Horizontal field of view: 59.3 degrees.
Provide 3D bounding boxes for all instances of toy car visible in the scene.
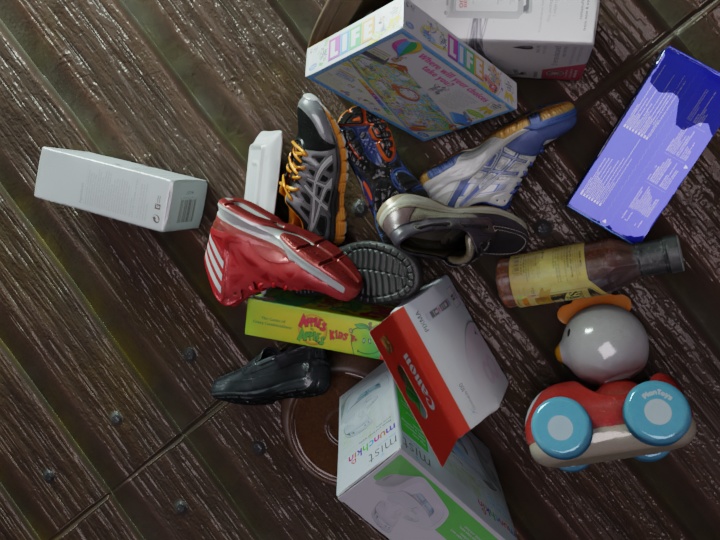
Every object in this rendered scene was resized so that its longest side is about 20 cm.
[{"bbox_3d":[0.266,0.114,0.725,0.175,0.184,0.202,-14,64,16],"label":"toy car"}]

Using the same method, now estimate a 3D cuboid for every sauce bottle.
[{"bbox_3d":[0.256,-0.001,0.720,0.199,0.066,0.067,-11,94,31],"label":"sauce bottle"}]

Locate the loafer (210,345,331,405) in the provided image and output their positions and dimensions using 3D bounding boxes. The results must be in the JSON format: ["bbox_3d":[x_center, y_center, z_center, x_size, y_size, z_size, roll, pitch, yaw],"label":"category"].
[{"bbox_3d":[-0.121,0.139,0.846,0.199,0.068,0.071,-16,62,33],"label":"loafer"}]

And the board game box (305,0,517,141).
[{"bbox_3d":[0.059,-0.204,0.678,0.134,0.199,0.035,-9,72,42],"label":"board game box"}]

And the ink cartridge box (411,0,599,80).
[{"bbox_3d":[0.150,-0.270,0.692,0.198,0.146,0.084,7,94,14],"label":"ink cartridge box"}]

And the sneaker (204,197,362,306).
[{"bbox_3d":[-0.098,0.006,0.747,0.199,0.078,0.116,33,112,17],"label":"sneaker"}]

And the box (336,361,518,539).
[{"bbox_3d":[0.070,0.233,0.729,0.097,0.177,0.200,-41,107,14],"label":"box"}]

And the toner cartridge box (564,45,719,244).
[{"bbox_3d":[0.327,-0.137,0.718,0.095,0.043,0.201,32,103,9],"label":"toner cartridge box"}]

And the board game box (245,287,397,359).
[{"bbox_3d":[-0.034,0.066,0.803,0.198,0.102,0.048,9,98,13],"label":"board game box"}]

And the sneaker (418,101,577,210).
[{"bbox_3d":[0.171,-0.122,0.751,0.199,0.075,0.089,-28,97,25],"label":"sneaker"}]

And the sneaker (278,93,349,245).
[{"bbox_3d":[-0.061,-0.110,0.760,0.077,0.078,0.202,-14,124,-19],"label":"sneaker"}]

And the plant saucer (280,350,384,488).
[{"bbox_3d":[-0.020,0.208,0.853,0.198,0.034,0.202,2,98,14],"label":"plant saucer"}]

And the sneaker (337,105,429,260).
[{"bbox_3d":[0.035,-0.104,0.780,0.075,0.078,0.202,-22,94,1],"label":"sneaker"}]

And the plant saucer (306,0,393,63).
[{"bbox_3d":[0.011,-0.301,0.698,0.029,0.200,0.200,39,104,-1],"label":"plant saucer"}]

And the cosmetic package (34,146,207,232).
[{"bbox_3d":[-0.321,-0.111,0.856,0.198,0.102,0.075,16,100,10],"label":"cosmetic package"}]

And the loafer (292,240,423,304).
[{"bbox_3d":[0.000,0.000,0.778,0.199,0.071,0.074,4,93,39],"label":"loafer"}]

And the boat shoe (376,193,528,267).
[{"bbox_3d":[0.113,-0.036,0.724,0.072,0.198,0.065,-52,39,42],"label":"boat shoe"}]

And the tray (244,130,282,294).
[{"bbox_3d":[-0.133,-0.078,0.813,0.022,0.107,0.202,4,99,-22],"label":"tray"}]

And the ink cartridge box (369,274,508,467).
[{"bbox_3d":[0.098,0.102,0.723,0.057,0.200,0.163,-29,90,20],"label":"ink cartridge box"}]
